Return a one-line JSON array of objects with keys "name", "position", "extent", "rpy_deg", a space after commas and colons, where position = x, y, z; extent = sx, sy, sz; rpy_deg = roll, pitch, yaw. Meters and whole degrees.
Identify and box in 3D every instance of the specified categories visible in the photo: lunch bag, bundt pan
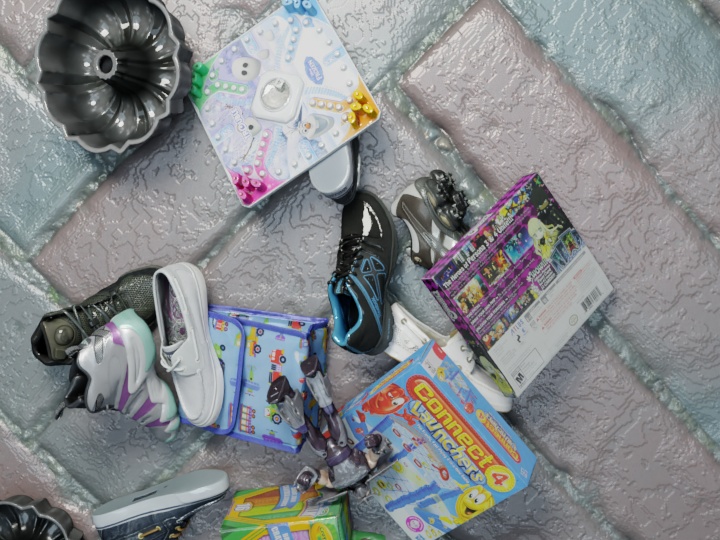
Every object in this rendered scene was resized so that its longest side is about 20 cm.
[{"name": "lunch bag", "position": [-0.149, 0.129, 1.196], "extent": [0.195, 0.094, 0.154], "rpy_deg": [8, 100, 16]}, {"name": "bundt pan", "position": [-0.448, 0.390, 1.244], "extent": [0.197, 0.076, 0.207], "rpy_deg": [0, 98, 3]}, {"name": "bundt pan", "position": [-0.286, -0.242, 1.122], "extent": [0.197, 0.076, 0.207], "rpy_deg": [2, 96, 17]}]

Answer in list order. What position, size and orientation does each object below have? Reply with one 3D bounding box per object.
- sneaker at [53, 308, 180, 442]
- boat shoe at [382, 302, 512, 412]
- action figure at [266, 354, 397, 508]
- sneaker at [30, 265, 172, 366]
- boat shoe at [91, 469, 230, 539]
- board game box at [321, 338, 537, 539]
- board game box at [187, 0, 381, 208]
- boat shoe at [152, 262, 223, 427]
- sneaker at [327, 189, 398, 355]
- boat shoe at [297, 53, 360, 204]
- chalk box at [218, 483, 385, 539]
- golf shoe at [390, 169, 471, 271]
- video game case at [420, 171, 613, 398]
[{"name": "sneaker", "position": [-0.309, 0.156, 1.157], "extent": [0.138, 0.077, 0.203], "rpy_deg": [-29, 126, -24]}, {"name": "boat shoe", "position": [0.113, 0.107, 1.176], "extent": [0.197, 0.071, 0.070], "rpy_deg": [29, 101, 0]}, {"name": "action figure", "position": [-0.036, 0.207, 1.117], "extent": [0.129, 0.069, 0.202], "rpy_deg": [-31, 108, -2]}, {"name": "sneaker", "position": [-0.326, 0.063, 1.173], "extent": [0.196, 0.114, 0.078], "rpy_deg": [-25, 98, 4]}, {"name": "boat shoe", "position": [-0.250, 0.330, 1.233], "extent": [0.196, 0.071, 0.093], "rpy_deg": [-19, 98, 13]}, {"name": "board game box", "position": [0.081, 0.219, 1.162], "extent": [0.200, 0.056, 0.195], "rpy_deg": [47, 125, -3]}, {"name": "board game box", "position": [-0.102, -0.211, 1.121], "extent": [0.198, 0.026, 0.203], "rpy_deg": [-32, 71, 8]}, {"name": "boat shoe", "position": [-0.217, 0.093, 1.150], "extent": [0.071, 0.068, 0.205], "rpy_deg": [-2, 92, 30]}, {"name": "sneaker", "position": [0.000, 0.000, 1.141], "extent": [0.072, 0.081, 0.205], "rpy_deg": [-9, 80, 35]}, {"name": "boat shoe", "position": [-0.030, -0.181, 1.143], "extent": [0.072, 0.068, 0.204], "rpy_deg": [-14, 73, 16]}, {"name": "chalk box", "position": [-0.066, 0.350, 1.195], "extent": [0.195, 0.125, 0.127], "rpy_deg": [-8, 98, 3]}, {"name": "golf shoe", "position": [0.111, -0.021, 1.167], "extent": [0.093, 0.078, 0.203], "rpy_deg": [-24, 98, 28]}, {"name": "video game case", "position": [0.192, 0.016, 1.122], "extent": [0.200, 0.036, 0.182], "rpy_deg": [-43, 104, -21]}]
